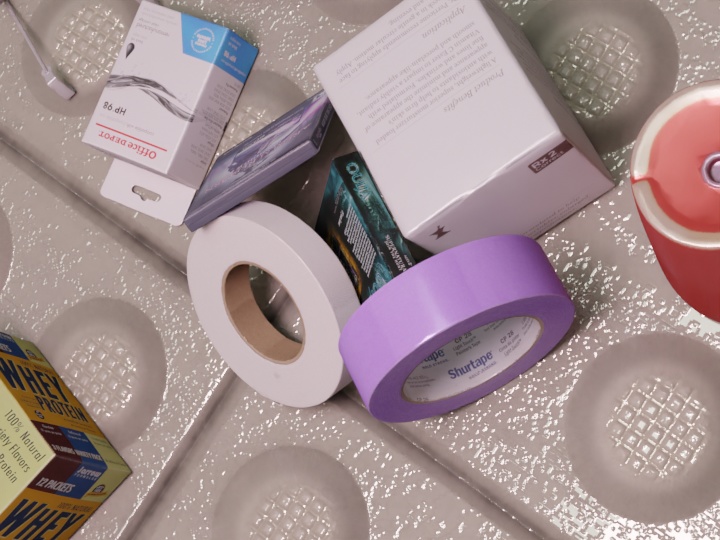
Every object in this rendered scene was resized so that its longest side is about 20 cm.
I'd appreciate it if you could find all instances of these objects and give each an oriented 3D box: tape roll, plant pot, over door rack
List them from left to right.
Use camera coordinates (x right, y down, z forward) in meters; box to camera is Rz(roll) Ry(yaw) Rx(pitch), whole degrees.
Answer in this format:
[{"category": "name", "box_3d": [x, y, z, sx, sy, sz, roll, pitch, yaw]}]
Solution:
[{"category": "over door rack", "box_3d": [-0.324, -0.307, 1.912, 0.148, 0.067, 0.200, -43, 64, 11]}, {"category": "tape roll", "box_3d": [-0.079, 0.033, 1.658, 0.203, 0.037, 0.203, 27, 134, 31]}, {"category": "tape roll", "box_3d": [0.084, 0.053, 1.555, 0.200, 0.200, 0.066, -34, 65, 14]}, {"category": "plant pot", "box_3d": [0.316, -0.065, 1.489, 0.200, 0.177, 0.201, -6, 75, 23]}]

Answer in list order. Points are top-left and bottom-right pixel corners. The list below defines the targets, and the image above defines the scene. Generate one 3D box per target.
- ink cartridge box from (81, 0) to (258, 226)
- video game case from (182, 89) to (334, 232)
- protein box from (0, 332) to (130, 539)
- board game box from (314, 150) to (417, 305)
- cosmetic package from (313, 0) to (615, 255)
[{"category": "ink cartridge box", "box_3d": [-0.201, -0.159, 1.817, 0.116, 0.067, 0.200, 21, 87, 27]}, {"category": "video game case", "box_3d": [-0.090, -0.109, 1.697, 0.143, 0.200, 0.019, -31, 104, 15]}, {"category": "protein box", "box_3d": [-0.378, 0.192, 1.774, 0.200, 0.135, 0.199, -47, 62, 9]}, {"category": "board game box", "box_3d": [0.000, 0.000, 1.619, 0.028, 0.200, 0.135, -20, 68, -18]}, {"category": "cosmetic package", "box_3d": [0.095, -0.130, 1.615, 0.165, 0.165, 0.200, -34, 65, 15]}]
